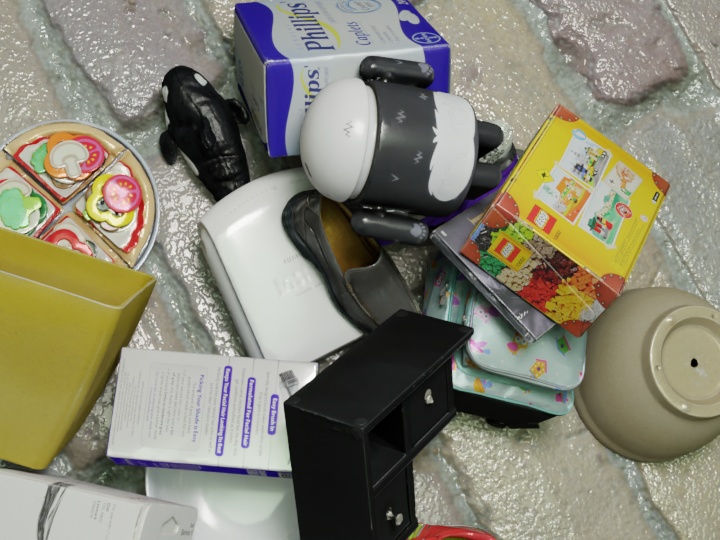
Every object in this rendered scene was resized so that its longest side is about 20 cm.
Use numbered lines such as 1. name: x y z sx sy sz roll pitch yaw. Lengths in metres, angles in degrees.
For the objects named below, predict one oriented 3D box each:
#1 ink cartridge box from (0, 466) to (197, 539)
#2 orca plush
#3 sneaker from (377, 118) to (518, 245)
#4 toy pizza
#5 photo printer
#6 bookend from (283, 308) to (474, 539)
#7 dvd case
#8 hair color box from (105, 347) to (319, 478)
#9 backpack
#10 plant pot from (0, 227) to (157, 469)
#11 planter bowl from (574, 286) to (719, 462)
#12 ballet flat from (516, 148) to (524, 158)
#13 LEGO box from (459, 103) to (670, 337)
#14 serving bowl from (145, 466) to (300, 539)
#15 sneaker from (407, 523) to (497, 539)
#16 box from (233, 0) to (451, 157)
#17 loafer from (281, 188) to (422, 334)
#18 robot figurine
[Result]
1. ink cartridge box: -0.272 0.241 1.050 0.197 0.146 0.086 9 79 15
2. orca plush: -0.170 -0.126 1.210 0.104 0.071 0.203 -7 93 4
3. sneaker: 0.094 -0.070 1.214 0.199 0.100 0.070 -33 44 -7
4. toy pizza: -0.314 -0.068 1.198 0.197 0.032 0.203 2 78 -11
5. photo printer: -0.073 -0.003 1.200 0.165 0.069 0.202 -24 94 -19
6. bookend: 0.027 0.176 1.094 0.198 0.091 0.203 -34 129 -47
7. dvd case: 0.182 -0.024 1.160 0.149 0.016 0.199 47 47 13
8. hair color box: -0.142 0.143 1.110 0.197 0.065 0.111 5 73 1
9. backpack: 0.155 0.051 1.210 0.173 0.153 0.203 14 62 -16
10. plant pot: -0.328 0.074 1.081 0.197 0.200 0.179 17 97 -3
11. planter bowl: 0.349 0.108 1.248 0.197 0.135 0.203 3 78 -12
12. ballet flat: 0.124 -0.110 1.282 0.197 0.064 0.068 -7 79 -13
13. LEGO box: 0.211 -0.055 1.134 0.148 0.077 0.200 36 47 2
14. serving bowl: -0.118 0.216 1.156 0.197 0.066 0.203 0 74 -1
15. sneaker: 0.056 0.295 1.173 0.197 0.085 0.078 -3 78 -13
16. box: -0.024 -0.217 1.204 0.197 0.184 0.106 -9 123 -13
17. loafer: 0.000 0.000 1.151 0.200 0.072 0.073 47 68 -12
18. robot figurine: 0.038 -0.119 1.097 0.197 0.126 0.151 7 40 -17
